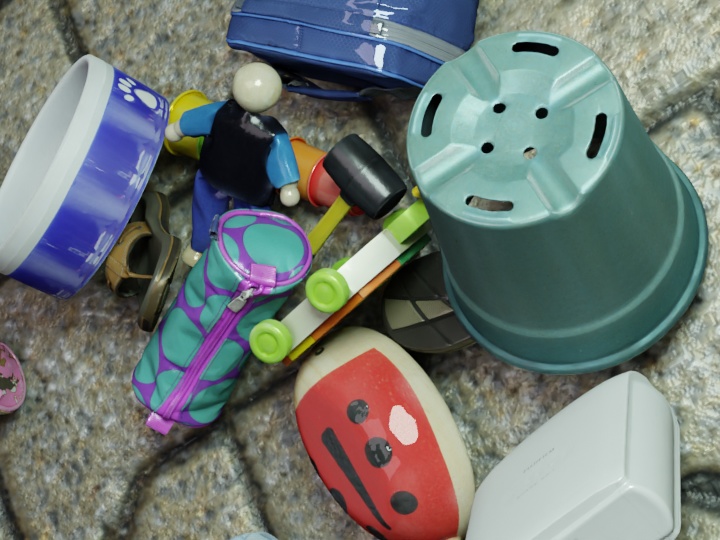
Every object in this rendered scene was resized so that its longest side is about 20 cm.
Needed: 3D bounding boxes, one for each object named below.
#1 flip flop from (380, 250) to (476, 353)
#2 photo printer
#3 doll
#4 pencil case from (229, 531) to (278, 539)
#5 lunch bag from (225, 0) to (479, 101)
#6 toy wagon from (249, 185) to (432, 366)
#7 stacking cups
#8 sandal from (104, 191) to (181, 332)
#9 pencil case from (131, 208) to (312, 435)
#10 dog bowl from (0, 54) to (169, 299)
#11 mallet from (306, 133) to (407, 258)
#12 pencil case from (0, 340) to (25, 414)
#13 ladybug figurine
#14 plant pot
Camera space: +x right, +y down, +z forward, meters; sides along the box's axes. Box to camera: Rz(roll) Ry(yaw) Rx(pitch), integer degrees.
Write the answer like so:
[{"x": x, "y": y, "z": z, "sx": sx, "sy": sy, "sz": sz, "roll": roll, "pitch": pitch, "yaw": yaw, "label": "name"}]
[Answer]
[{"x": 0.111, "y": 0.012, "z": 1.429, "sx": 0.200, "sy": 0.058, "sz": 0.081, "roll": -23, "pitch": 65, "yaw": 12, "label": "flip flop"}, {"x": 0.147, "y": 0.159, "z": 1.303, "sx": 0.166, "sy": 0.200, "sz": 0.069, "roll": -41, "pitch": 100, "yaw": 22, "label": "photo printer"}, {"x": -0.104, "y": -0.082, "z": 1.525, "sx": 0.136, "sy": 0.048, "sz": 0.200, "roll": 33, "pitch": 131, "yaw": 20, "label": "doll"}, {"x": -0.136, "y": 0.288, "z": 1.521, "sx": 0.200, "sy": 0.083, "sz": 0.091, "roll": -32, "pitch": 83, "yaw": 24, "label": "pencil case"}, {"x": -0.012, "y": -0.202, "z": 1.494, "sx": 0.200, "sy": 0.136, "sz": 0.133, "roll": 13, "pitch": 88, "yaw": 35, "label": "lunch bag"}, {"x": 0.000, "y": 0.000, "z": 1.432, "sx": 0.040, "sy": 0.155, "sz": 0.200, "roll": 49, "pitch": 122, "yaw": 1, "label": "toy wagon"}, {"x": -0.073, "y": -0.094, "z": 1.571, "sx": 0.200, "sy": 0.060, "sz": 0.061, "roll": 23, "pitch": 95, "yaw": 29, "label": "stacking cups"}, {"x": -0.186, "y": -0.014, "z": 1.565, "sx": 0.200, "sy": 0.054, "sz": 0.082, "roll": -108, "pitch": 33, "yaw": -60, "label": "sandal"}, {"x": -0.115, "y": 0.040, "z": 1.515, "sx": 0.200, "sy": 0.085, "sz": 0.093, "roll": -58, "pitch": 11, "yaw": 39, "label": "pencil case"}, {"x": -0.245, "y": -0.079, "z": 1.600, "sx": 0.200, "sy": 0.079, "sz": 0.200, "roll": -50, "pitch": 23, "yaw": 31, "label": "dog bowl"}, {"x": -0.043, "y": -0.031, "z": 1.509, "sx": 0.066, "sy": 0.041, "sz": 0.200, "roll": 53, "pitch": 127, "yaw": 7, "label": "mallet"}, {"x": -0.398, "y": 0.133, "z": 1.723, "sx": 0.200, "sy": 0.083, "sz": 0.087, "roll": -32, "pitch": 65, "yaw": 24, "label": "pencil case"}, {"x": 0.012, "y": 0.135, "z": 1.437, "sx": 0.200, "sy": 0.072, "sz": 0.136, "roll": 53, "pitch": 135, "yaw": 23, "label": "ladybug figurine"}, {"x": 0.128, "y": -0.055, "z": 1.306, "sx": 0.200, "sy": 0.196, "sz": 0.201, "roll": -8, "pitch": 63, "yaw": 17, "label": "plant pot"}]
